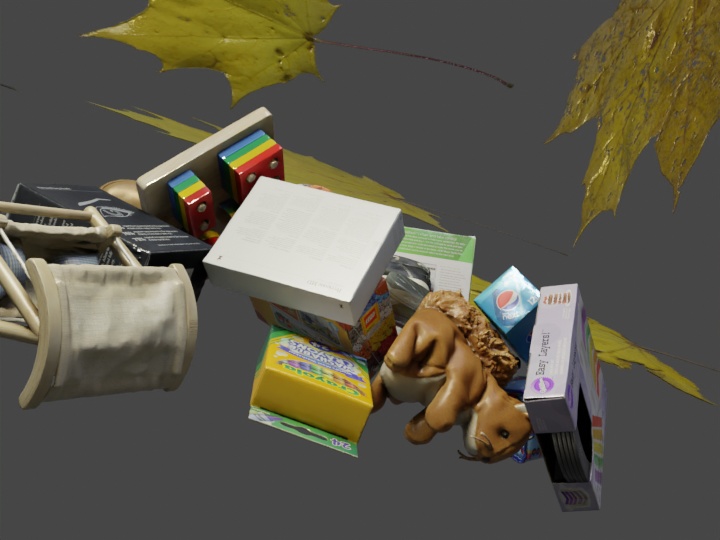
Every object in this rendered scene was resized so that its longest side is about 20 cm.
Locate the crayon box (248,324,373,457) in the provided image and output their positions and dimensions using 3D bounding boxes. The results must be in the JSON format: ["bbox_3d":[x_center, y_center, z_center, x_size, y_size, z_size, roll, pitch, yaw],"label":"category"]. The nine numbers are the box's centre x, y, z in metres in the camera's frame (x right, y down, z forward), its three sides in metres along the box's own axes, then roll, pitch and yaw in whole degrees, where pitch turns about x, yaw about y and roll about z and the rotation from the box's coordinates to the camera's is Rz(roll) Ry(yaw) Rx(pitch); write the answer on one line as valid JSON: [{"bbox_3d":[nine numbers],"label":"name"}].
[{"bbox_3d":[-0.054,0.129,1.141,0.125,0.052,0.200,21,12,-7],"label":"crayon box"}]

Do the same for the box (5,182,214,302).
[{"bbox_3d":[-0.302,-0.019,1.207,0.200,0.105,0.148,26,12,19],"label":"box"}]

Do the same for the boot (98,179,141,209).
[{"bbox_3d":[-0.288,-0.107,1.525,0.175,0.066,0.200,0,1,-30],"label":"boot"}]

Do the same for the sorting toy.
[{"bbox_3d":[-0.180,-0.083,1.341,0.200,0.199,0.070,-35,62,-24],"label":"sorting toy"}]

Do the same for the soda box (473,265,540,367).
[{"bbox_3d":[0.214,0.070,1.307,0.064,0.068,0.200,48,2,30],"label":"soda box"}]

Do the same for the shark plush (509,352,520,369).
[{"bbox_3d":[0.190,0.122,1.470,0.083,0.091,0.200,46,-26,-9],"label":"shark plush"}]

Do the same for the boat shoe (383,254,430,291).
[{"bbox_3d":[0.000,0.000,1.401,0.199,0.072,0.068,14,45,-1],"label":"boat shoe"}]

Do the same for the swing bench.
[{"bbox_3d":[-0.283,0.026,0.978,0.200,0.130,0.199,29,13,26],"label":"swing bench"}]

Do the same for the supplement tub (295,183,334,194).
[{"bbox_3d":[-0.103,-0.061,1.555,0.122,0.123,0.200,18,-17,-20],"label":"supplement tub"}]

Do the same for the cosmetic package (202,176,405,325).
[{"bbox_3d":[-0.067,-0.027,1.227,0.199,0.052,0.151,15,53,22],"label":"cosmetic package"}]

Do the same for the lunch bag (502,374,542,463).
[{"bbox_3d":[0.180,0.170,1.349,0.200,0.094,0.150,20,10,38],"label":"lunch bag"}]

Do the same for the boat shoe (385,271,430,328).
[{"bbox_3d":[0.101,0.079,1.353,0.202,0.065,0.074,34,15,-20],"label":"boat shoe"}]

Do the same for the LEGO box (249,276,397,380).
[{"bbox_3d":[-0.056,0.037,1.303,0.200,0.077,0.149,30,-28,30],"label":"LEGO box"}]

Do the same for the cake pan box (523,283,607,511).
[{"bbox_3d":[0.238,0.146,1.162,0.052,0.185,0.200,-9,33,24],"label":"cake pan box"}]

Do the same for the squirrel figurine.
[{"bbox_3d":[0.127,0.125,1.190,0.186,0.142,0.200,31,48,6],"label":"squirrel figurine"}]

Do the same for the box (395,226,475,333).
[{"bbox_3d":[0.084,0.035,1.446,0.144,0.201,0.036,9,-24,1],"label":"box"}]
